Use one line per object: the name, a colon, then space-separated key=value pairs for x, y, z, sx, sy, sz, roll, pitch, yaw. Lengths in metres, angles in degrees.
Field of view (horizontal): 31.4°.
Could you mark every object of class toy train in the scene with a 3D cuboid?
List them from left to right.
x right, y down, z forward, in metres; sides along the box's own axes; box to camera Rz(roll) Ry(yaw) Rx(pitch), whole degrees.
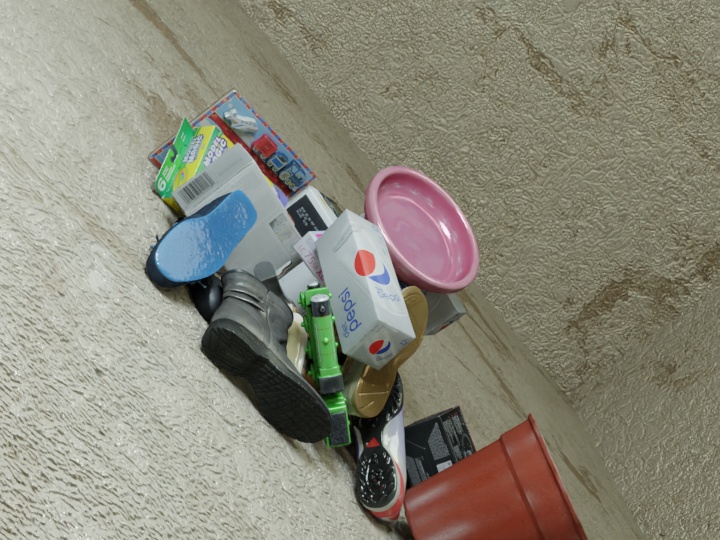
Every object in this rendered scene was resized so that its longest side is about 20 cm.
toy train: x=-0.040 y=0.113 z=1.507 sx=0.056 sy=0.041 sz=0.201 roll=-131 pitch=-148 yaw=-73

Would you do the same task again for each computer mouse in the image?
computer mouse: x=-0.192 y=-0.007 z=1.558 sx=0.059 sy=0.034 sz=0.200 roll=44 pitch=13 yaw=-42

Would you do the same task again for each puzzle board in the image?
puzzle board: x=-0.172 y=-0.141 z=1.766 sx=0.200 sy=0.150 sz=0.017 roll=45 pitch=12 yaw=-42

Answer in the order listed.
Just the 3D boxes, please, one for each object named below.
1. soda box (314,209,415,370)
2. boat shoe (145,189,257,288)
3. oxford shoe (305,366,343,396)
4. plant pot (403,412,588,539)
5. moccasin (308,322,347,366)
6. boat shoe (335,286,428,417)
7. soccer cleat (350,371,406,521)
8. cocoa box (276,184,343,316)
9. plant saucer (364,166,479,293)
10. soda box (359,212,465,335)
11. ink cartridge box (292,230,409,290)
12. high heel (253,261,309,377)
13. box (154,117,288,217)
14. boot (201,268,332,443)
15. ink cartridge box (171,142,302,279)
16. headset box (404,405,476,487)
soda box: x=0.003 y=0.021 z=1.570 sx=0.063 sy=0.068 sz=0.201 roll=27 pitch=32 yaw=-34
boat shoe: x=-0.188 y=-0.025 z=1.491 sx=0.084 sy=0.068 sz=0.200 roll=62 pitch=34 yaw=-5
oxford shoe: x=-0.037 y=0.147 z=1.650 sx=0.072 sy=0.071 sz=0.200 roll=57 pitch=12 yaw=10
plant pot: x=0.167 y=0.308 z=1.605 sx=0.201 sy=0.194 sz=0.202 roll=-24 pitch=90 yaw=-86
moccasin: x=-0.046 y=0.085 z=1.686 sx=0.201 sy=0.073 sz=0.078 roll=-19 pitch=110 yaw=-87
boat shoe: x=0.019 y=0.099 z=1.610 sx=0.074 sy=0.069 sz=0.200 roll=55 pitch=49 yaw=-27
soccer cleat: x=0.027 y=0.216 z=1.609 sx=0.073 sy=0.068 sz=0.201 roll=64 pitch=21 yaw=-54
cocoa box: x=-0.055 y=0.000 z=1.879 sx=0.200 sy=0.133 sz=0.131 roll=56 pitch=10 yaw=16
plant saucer: x=0.078 y=-0.050 z=1.792 sx=0.200 sy=0.051 sz=0.201 roll=27 pitch=44 yaw=-28
soda box: x=0.071 y=-0.005 z=1.869 sx=0.201 sy=0.063 sz=0.068 roll=58 pitch=12 yaw=9
ink cartridge box: x=0.000 y=0.000 z=1.730 sx=0.120 sy=0.042 sz=0.200 roll=54 pitch=21 yaw=14
high heel: x=-0.092 y=0.104 z=1.604 sx=0.143 sy=0.071 sz=0.201 roll=77 pitch=0 yaw=-56
box: x=-0.185 y=-0.104 z=1.705 sx=0.200 sy=0.048 sz=0.118 roll=43 pitch=57 yaw=-41
boot: x=-0.092 y=0.093 z=1.475 sx=0.200 sy=0.070 sz=0.132 roll=51 pitch=27 yaw=-22
ink cartridge box: x=-0.149 y=-0.059 z=1.652 sx=0.050 sy=0.109 sz=0.200 roll=48 pitch=-7 yaw=40
headset box: x=0.122 y=0.279 z=1.828 sx=0.200 sy=0.077 sz=0.150 roll=5 pitch=65 yaw=-78
